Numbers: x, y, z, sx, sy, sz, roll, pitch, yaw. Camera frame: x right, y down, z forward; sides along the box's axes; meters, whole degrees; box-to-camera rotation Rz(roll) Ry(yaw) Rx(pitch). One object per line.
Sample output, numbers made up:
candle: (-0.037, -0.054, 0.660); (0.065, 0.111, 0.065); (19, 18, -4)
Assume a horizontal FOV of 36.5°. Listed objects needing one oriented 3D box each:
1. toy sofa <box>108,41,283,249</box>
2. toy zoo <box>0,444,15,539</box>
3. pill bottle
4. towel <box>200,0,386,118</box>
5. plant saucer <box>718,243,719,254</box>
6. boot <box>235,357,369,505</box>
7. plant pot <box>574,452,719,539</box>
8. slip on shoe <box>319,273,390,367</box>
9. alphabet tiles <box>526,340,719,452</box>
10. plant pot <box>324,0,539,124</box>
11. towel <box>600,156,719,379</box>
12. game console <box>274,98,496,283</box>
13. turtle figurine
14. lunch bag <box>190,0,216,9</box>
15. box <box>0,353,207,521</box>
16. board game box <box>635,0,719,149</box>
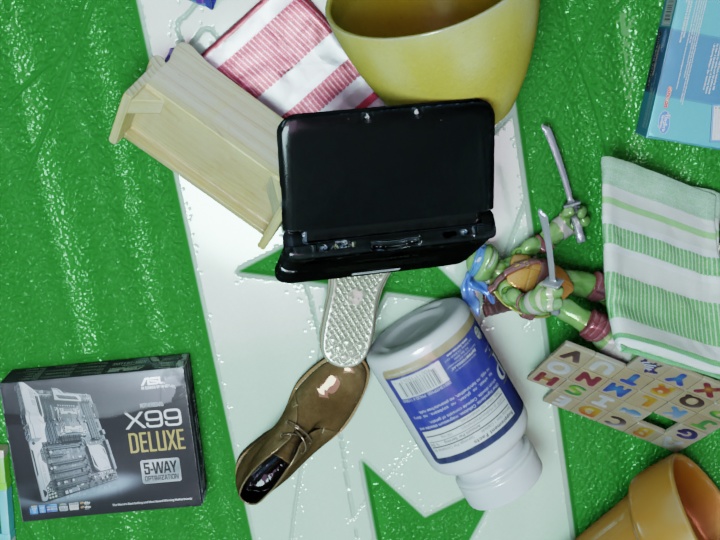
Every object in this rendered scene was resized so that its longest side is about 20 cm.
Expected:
toy sofa: (-0.138, -0.123, 1.075); (0.199, 0.098, 0.083); (35, 144, -3)
toy zoo: (-0.450, 0.290, 1.211); (0.130, 0.020, 0.202); (1, 103, -1)
pill bottle: (0.104, 0.141, 1.131); (0.119, 0.120, 0.201); (-29, 103, 6)
towel: (-0.061, -0.173, 1.103); (0.144, 0.023, 0.200); (-39, 101, 7)
plant saucer: (0.467, -0.007, 1.145); (0.198, 0.031, 0.202); (0, 103, -1)
boot: (-0.060, 0.172, 1.160); (0.073, 0.075, 0.200); (39, 99, -8)
plant pot: (0.307, 0.325, 1.153); (0.183, 0.200, 0.201); (-35, 102, 23)
slip on shoe: (0.000, 0.000, 1.128); (0.074, 0.061, 0.202); (14, 90, -6)
alphabet tiles: (0.281, 0.128, 1.126); (0.199, 0.167, 0.008); (21, 60, -6)
plant pot: (0.082, -0.211, 1.026); (0.199, 0.201, 0.143); (-18, 128, 4)
towel: (0.302, -0.004, 1.071); (0.152, 0.023, 0.202); (15, 65, -23)
game console: (0.018, -0.069, 1.022); (0.198, 0.176, 0.117); (-6, 78, -11)
turtle figurine: (0.216, -0.002, 1.087); (0.193, 0.144, 0.201); (28, 106, -11)
lunch bag: (-0.191, -0.308, 0.976); (0.150, 0.200, 0.095); (27, 102, -8)
box: (-0.272, 0.179, 1.171); (0.198, 0.050, 0.159); (-5, 103, 1)
board game box: (0.392, -0.193, 1.090); (0.198, 0.047, 0.152); (10, 103, -3)
